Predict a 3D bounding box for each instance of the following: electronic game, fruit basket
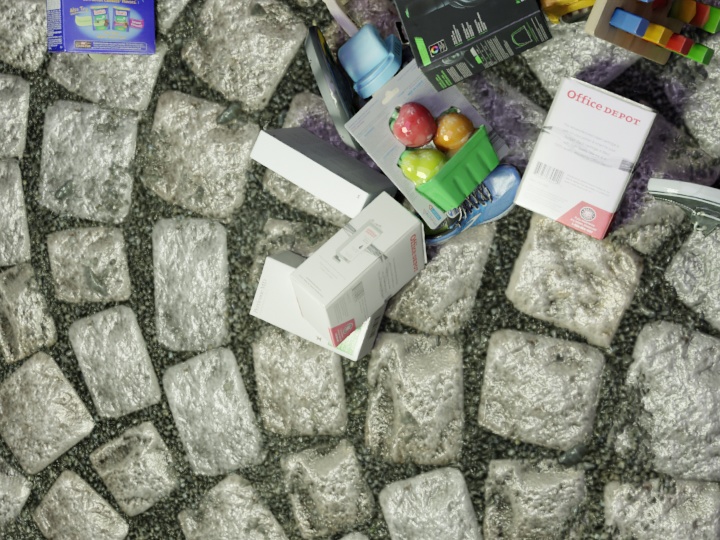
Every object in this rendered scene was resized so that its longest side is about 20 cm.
[{"bbox_3d":[-0.036,-0.276,1.719,0.041,0.200,0.202,-22,90,6],"label":"electronic game"},{"bbox_3d":[0.098,-0.191,1.657,0.200,0.094,0.185,45,68,-4],"label":"fruit basket"}]

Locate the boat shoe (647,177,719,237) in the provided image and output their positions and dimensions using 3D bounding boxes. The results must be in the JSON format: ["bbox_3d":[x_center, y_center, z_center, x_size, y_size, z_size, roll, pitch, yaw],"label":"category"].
[{"bbox_3d":[0.504,-0.081,1.615,0.198,0.072,0.072,18,99,15],"label":"boat shoe"}]

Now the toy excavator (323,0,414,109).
[{"bbox_3d":[0.003,-0.353,1.738,0.100,0.195,0.200,-36,113,21],"label":"toy excavator"}]

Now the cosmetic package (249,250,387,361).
[{"bbox_3d":[-0.066,0.055,1.835,0.199,0.085,0.108,21,105,15],"label":"cosmetic package"}]

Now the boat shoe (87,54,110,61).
[{"bbox_3d":[-0.452,-0.455,1.915,0.062,0.071,0.202,6,100,41],"label":"boat shoe"}]

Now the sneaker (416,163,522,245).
[{"bbox_3d":[0.161,-0.095,1.729,0.199,0.089,0.079,-33,86,19],"label":"sneaker"}]

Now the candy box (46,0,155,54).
[{"bbox_3d":[-0.424,-0.456,1.845,0.077,0.168,0.202,12,104,49],"label":"candy box"}]

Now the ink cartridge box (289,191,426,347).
[{"bbox_3d":[0.000,0.000,1.704,0.200,0.147,0.083,-42,65,-15],"label":"ink cartridge box"}]

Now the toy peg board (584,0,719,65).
[{"bbox_3d":[0.429,-0.381,1.523,0.098,0.198,0.201,33,109,40],"label":"toy peg board"}]

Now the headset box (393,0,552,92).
[{"bbox_3d":[0.146,-0.377,1.608,0.199,0.093,0.175,-23,69,16],"label":"headset box"}]

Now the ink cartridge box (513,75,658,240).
[{"bbox_3d":[0.332,-0.167,1.660,0.146,0.083,0.201,25,105,15],"label":"ink cartridge box"}]

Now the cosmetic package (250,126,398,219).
[{"bbox_3d":[-0.053,-0.155,1.766,0.199,0.151,0.052,32,106,14],"label":"cosmetic package"}]

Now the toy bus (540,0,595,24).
[{"bbox_3d":[0.327,-0.436,1.569,0.198,0.192,0.137,-14,91,19],"label":"toy bus"}]
